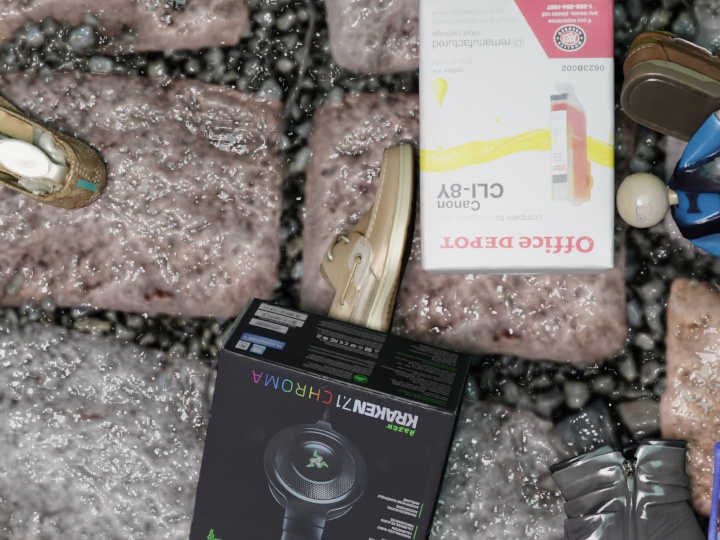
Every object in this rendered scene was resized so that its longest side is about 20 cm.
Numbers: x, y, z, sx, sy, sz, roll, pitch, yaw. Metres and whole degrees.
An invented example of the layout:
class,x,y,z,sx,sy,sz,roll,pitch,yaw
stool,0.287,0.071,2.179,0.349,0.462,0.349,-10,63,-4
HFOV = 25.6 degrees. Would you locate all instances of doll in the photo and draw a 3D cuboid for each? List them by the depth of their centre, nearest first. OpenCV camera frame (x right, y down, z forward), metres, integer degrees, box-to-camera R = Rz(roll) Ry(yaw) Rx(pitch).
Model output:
class,x,y,z,sx,sy,sz,roll,pitch,yaw
doll,0.280,-0.063,1.127,0.198,0.049,0.137,-6,123,16

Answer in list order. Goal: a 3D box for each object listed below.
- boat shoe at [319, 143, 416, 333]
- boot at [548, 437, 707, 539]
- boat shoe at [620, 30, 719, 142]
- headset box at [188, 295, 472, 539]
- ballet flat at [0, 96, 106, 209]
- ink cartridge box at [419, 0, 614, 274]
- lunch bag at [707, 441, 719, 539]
class,x,y,z,sx,sy,sz,roll,pitch,yaw
boat shoe,0.000,0.000,1.195,0.064,0.071,0.202,12,93,6
boot,0.162,0.204,1.186,0.198,0.070,0.133,-18,86,-5
boat shoe,0.285,-0.117,1.161,0.199,0.068,0.072,27,137,-12
headset box,-0.026,0.145,1.160,0.172,0.093,0.202,16,116,6
ballet flat,-0.292,-0.106,1.231,0.198,0.065,0.071,20,92,6
ink cartridge box,0.117,-0.098,1.176,0.144,0.083,0.202,0,90,6
lunch bag,0.333,0.226,1.114,0.168,0.124,0.202,4,86,-17
